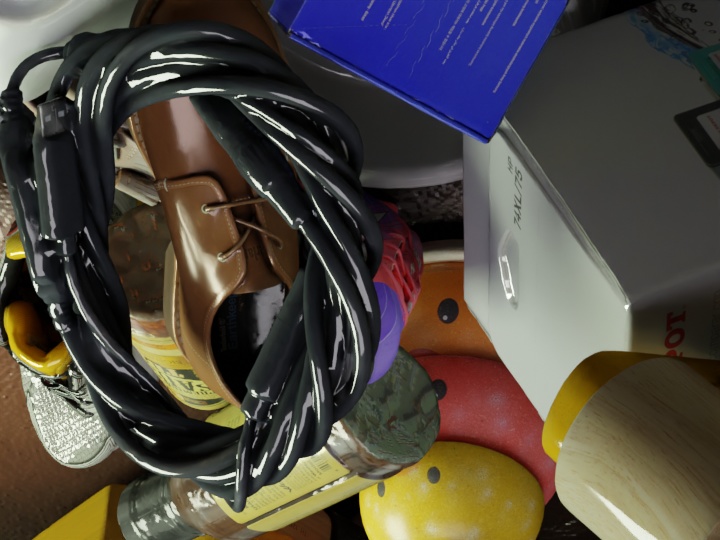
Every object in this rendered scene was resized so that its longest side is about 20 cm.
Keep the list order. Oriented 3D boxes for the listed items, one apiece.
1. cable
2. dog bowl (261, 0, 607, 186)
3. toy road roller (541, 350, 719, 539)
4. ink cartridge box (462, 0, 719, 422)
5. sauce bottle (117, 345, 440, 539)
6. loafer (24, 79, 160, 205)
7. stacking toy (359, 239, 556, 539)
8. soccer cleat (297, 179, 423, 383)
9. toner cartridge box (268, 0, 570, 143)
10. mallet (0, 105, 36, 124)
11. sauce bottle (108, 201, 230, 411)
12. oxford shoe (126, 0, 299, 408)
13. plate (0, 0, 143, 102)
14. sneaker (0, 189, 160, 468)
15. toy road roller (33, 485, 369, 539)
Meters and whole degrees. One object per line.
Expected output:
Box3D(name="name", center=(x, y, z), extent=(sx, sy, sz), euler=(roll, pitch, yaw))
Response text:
Box3D(name="cable", center=(-0.059, -0.002, 1.131), extent=(0.162, 0.051, 0.201), euler=(-5, 104, 31))
Box3D(name="dog bowl", center=(0.009, -0.115, 1.222), extent=(0.199, 0.059, 0.201), euler=(4, 138, 4))
Box3D(name="toy road roller", center=(0.181, 0.050, 1.070), extent=(0.199, 0.123, 0.147), euler=(4, 117, -43))
Box3D(name="ink cartridge box", center=(0.159, -0.020, 1.190), extent=(0.199, 0.146, 0.147), euler=(-20, 140, -15))
Box3D(name="sauce bottle", center=(-0.046, 0.089, 1.342), extent=(0.065, 0.065, 0.200), euler=(33, 143, -26))
Box3D(name="loafer", center=(-0.127, -0.077, 1.212), extent=(0.200, 0.063, 0.072), euler=(45, 152, -15))
Box3D(name="stacking toy", center=(0.046, 0.099, 1.350), extent=(0.145, 0.201, 0.146), euler=(3, 139, 3))
Box3D(name="soccer cleat", center=(0.000, 0.000, 1.272), extent=(0.073, 0.200, 0.069), euler=(-1, 105, -12))
Box3D(name="toner cartridge box", center=(0.055, -0.159, 1.100), extent=(0.095, 0.043, 0.201), euler=(27, 98, -20))
Box3D(name="mallet", center=(-0.142, -0.128, 1.252), extent=(0.066, 0.041, 0.200), euler=(22, 132, -14))
Box3D(name="sauce bottle", center=(-0.070, 0.032, 1.360), extent=(0.066, 0.066, 0.200), euler=(-4, 156, 12))
Box3D(name="oxford shoe", center=(-0.050, -0.031, 1.172), extent=(0.071, 0.071, 0.201), euler=(-16, 124, -12))
Box3D(name="plate", center=(-0.125, -0.185, 1.111), extent=(0.199, 0.032, 0.200), euler=(-33, 109, 16))
Box3D(name="sneaker", center=(-0.145, 0.027, 1.376), extent=(0.078, 0.082, 0.201), euler=(21, 139, 16))
Box3D(name="toy road roller", center=(-0.094, 0.192, 1.502), extent=(0.123, 0.146, 0.200), euler=(35, 131, -27))
